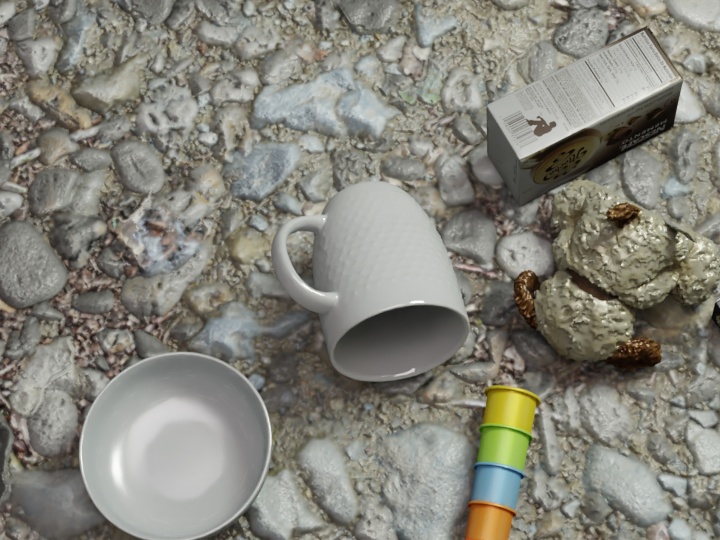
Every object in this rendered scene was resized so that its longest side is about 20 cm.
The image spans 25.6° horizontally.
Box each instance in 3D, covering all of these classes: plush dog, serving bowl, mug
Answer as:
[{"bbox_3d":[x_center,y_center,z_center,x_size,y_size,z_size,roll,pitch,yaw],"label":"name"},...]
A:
[{"bbox_3d":[0.252,0.013,1.632,0.199,0.160,0.173,28,99,18],"label":"plush dog"},{"bbox_3d":[-0.184,0.188,1.628,0.198,0.066,0.202,-2,67,5],"label":"serving bowl"},{"bbox_3d":[0.000,0.000,1.629,0.199,0.148,0.176,7,52,-30],"label":"mug"}]

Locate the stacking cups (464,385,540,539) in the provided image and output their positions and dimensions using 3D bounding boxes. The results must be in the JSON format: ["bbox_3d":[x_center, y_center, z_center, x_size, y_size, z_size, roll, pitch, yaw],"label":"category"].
[{"bbox_3d":[0.134,0.218,1.587,0.060,0.061,0.201,10,69,10],"label":"stacking cups"}]

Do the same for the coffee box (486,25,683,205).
[{"bbox_3d":[0.240,-0.166,1.711,0.199,0.113,0.080,-27,67,-7],"label":"coffee box"}]

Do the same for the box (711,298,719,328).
[{"bbox_3d":[0.490,0.043,1.634,0.199,0.049,0.161,-35,67,-9],"label":"box"}]
